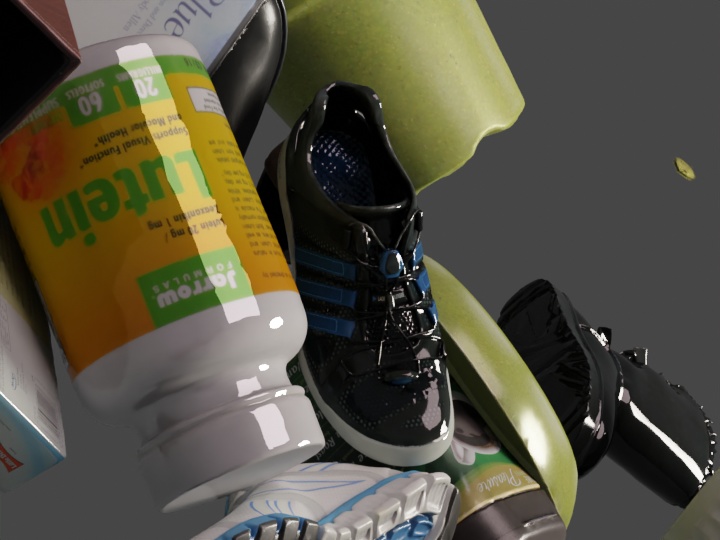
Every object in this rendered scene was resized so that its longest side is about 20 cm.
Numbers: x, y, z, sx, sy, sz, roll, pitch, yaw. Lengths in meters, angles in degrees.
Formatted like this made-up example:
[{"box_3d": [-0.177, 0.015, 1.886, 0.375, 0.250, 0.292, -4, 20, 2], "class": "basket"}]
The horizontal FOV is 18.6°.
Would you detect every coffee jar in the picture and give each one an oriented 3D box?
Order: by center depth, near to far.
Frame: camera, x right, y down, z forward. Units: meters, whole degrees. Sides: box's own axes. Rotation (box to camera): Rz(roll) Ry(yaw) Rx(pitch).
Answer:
[{"box_3d": [0.019, 0.093, 1.160, 0.200, 0.085, 0.104, 53, 23, 17], "class": "coffee jar"}]

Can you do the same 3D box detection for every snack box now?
[{"box_3d": [-0.186, -0.009, 0.983, 0.116, 0.037, 0.200, 53, 14, -40], "class": "snack box"}]

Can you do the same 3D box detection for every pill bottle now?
[{"box_3d": [-0.091, 0.003, 1.003, 0.111, 0.111, 0.200, -2, 67, -63], "class": "pill bottle"}]

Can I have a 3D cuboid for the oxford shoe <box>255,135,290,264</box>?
[{"box_3d": [-0.027, -0.033, 1.271, 0.200, 0.084, 0.073, 80, -16, -66], "class": "oxford shoe"}]

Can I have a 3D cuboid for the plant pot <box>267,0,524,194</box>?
[{"box_3d": [0.007, -0.148, 1.451, 0.184, 0.200, 0.200, 55, 20, -11], "class": "plant pot"}]

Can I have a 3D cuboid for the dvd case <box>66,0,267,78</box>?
[{"box_3d": [-0.154, -0.139, 1.070, 0.200, 0.143, 0.018, 40, -13, -31], "class": "dvd case"}]

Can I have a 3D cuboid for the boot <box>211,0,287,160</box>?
[{"box_3d": [-0.078, -0.050, 1.142, 0.066, 0.165, 0.200, 11, 31, -9], "class": "boot"}]

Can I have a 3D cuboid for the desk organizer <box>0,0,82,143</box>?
[{"box_3d": [-0.202, -0.058, 0.859, 0.072, 0.200, 0.077, 27, 31, -41], "class": "desk organizer"}]

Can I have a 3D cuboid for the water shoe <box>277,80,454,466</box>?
[{"box_3d": [0.000, 0.000, 1.099, 0.071, 0.079, 0.200, -11, 65, -16], "class": "water shoe"}]

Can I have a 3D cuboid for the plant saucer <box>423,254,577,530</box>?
[{"box_3d": [0.064, 0.062, 1.235, 0.200, 0.031, 0.200, 54, -9, 12], "class": "plant saucer"}]

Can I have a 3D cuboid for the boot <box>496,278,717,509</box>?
[{"box_3d": [0.168, 0.104, 1.445, 0.162, 0.073, 0.198, 40, 22, -25], "class": "boot"}]

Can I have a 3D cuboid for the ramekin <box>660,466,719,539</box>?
[{"box_3d": [0.250, 0.160, 1.339, 0.094, 0.202, 0.202, 39, 20, 12], "class": "ramekin"}]

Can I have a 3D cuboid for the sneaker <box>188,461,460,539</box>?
[{"box_3d": [-0.042, 0.131, 1.029, 0.087, 0.075, 0.200, 17, 15, 33], "class": "sneaker"}]
